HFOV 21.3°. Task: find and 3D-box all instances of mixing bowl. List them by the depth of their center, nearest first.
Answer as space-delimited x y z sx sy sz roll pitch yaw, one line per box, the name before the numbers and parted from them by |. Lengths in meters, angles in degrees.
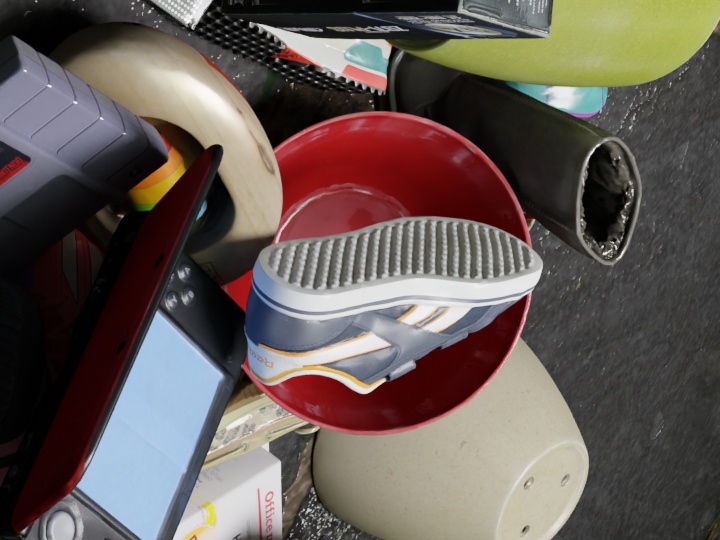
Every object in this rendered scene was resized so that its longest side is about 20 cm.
mixing bowl | 0.000 0.000 1.221 0.200 0.108 0.200 0 93 -10

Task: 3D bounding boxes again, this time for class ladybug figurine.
ladybug figurine | -0.116 -0.065 1.076 0.136 0.072 0.200 -13 137 9

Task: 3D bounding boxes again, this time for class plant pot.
plant pot | 0.093 -0.189 1.147 0.200 0.187 0.187 -18 129 -46

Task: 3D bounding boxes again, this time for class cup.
cup | 0.085 0.136 1.432 0.200 0.143 0.200 -30 136 -34

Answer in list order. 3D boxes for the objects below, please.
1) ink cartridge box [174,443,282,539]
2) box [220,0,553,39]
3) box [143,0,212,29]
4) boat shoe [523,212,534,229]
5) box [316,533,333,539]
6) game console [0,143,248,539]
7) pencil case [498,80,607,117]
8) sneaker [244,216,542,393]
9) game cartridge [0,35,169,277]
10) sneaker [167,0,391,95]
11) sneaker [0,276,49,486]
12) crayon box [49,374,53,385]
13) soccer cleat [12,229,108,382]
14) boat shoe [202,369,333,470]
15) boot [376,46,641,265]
ink cartridge box | -0.116 0.179 1.289 0.200 0.068 0.115 -31 139 -33
box | 0.021 -0.227 1.013 0.086 0.164 0.200 6 89 -51
box | -0.118 -0.238 0.921 0.200 0.044 0.160 35 89 -29
boat shoe | 0.102 -0.046 1.385 0.200 0.063 0.071 -58 143 -1
box | -0.068 0.250 1.315 0.159 0.046 0.200 -36 170 -4
game console | -0.100 0.064 0.997 0.172 0.119 0.200 48 52 -40
pencil case | 0.149 -0.211 1.296 0.092 0.085 0.200 -11 123 -45
sneaker | 0.015 0.020 1.126 0.200 0.078 0.079 -6 126 -35
game cartridge | -0.211 -0.030 0.978 0.200 0.038 0.130 -35 152 15
sneaker | -0.044 -0.171 1.126 0.200 0.070 0.093 22 81 -52
sneaker | -0.192 0.086 1.051 0.082 0.070 0.200 -15 131 -46
crayon box | -0.228 0.132 1.137 0.200 0.052 0.126 -37 140 -26
soccer cleat | -0.153 0.051 1.078 0.200 0.067 0.076 60 41 -27
boat shoe | -0.073 0.083 1.273 0.200 0.073 0.063 -20 137 -31
boot | 0.099 -0.060 1.249 0.073 0.200 0.182 -46 144 -20
